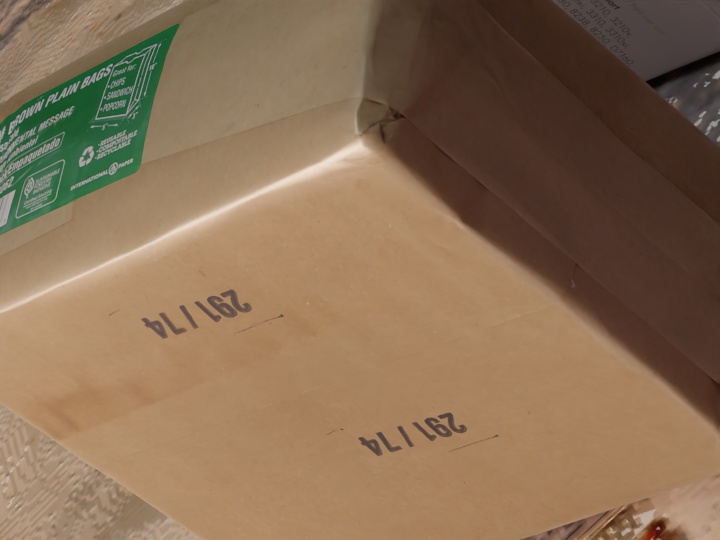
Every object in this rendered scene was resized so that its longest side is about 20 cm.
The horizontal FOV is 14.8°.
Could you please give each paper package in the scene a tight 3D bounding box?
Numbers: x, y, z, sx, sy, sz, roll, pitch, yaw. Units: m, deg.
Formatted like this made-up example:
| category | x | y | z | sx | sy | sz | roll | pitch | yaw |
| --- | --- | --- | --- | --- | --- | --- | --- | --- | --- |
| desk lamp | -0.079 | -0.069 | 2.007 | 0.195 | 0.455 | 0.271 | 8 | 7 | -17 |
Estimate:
| category | x | y | z | sx | sy | sz | roll | pitch | yaw |
| --- | --- | --- | --- | --- | --- | --- | --- | --- | --- |
| paper package | 0.000 | 0.000 | 0.860 | 0.200 | 0.191 | 0.104 | -23 | 41 | 39 |

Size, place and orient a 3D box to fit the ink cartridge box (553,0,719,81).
| category | x | y | z | sx | sy | sz | roll | pitch | yaw |
| --- | --- | --- | --- | --- | --- | --- | --- | --- | --- |
| ink cartridge box | 0.082 | -0.124 | 0.998 | 0.200 | 0.068 | 0.115 | -21 | 43 | 41 |
